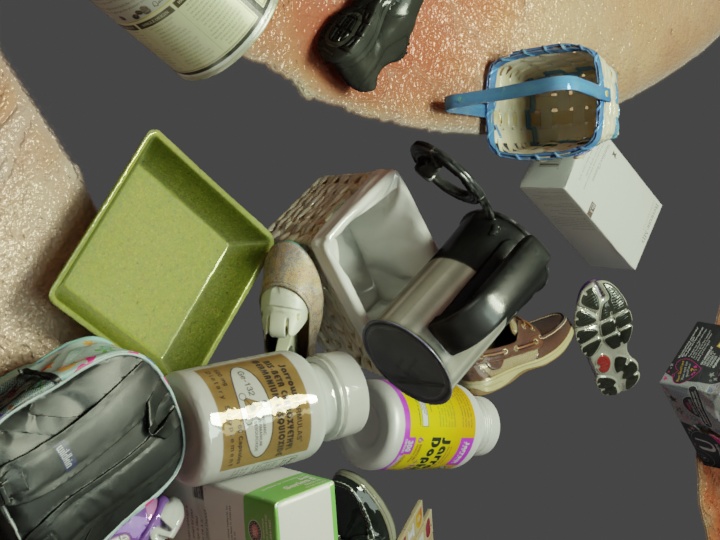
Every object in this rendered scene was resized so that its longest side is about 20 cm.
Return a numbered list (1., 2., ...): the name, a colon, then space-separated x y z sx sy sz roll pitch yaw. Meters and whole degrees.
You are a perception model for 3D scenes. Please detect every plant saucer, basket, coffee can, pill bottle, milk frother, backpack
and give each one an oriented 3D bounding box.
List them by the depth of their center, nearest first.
1. backpack: -0.269 0.161 1.265 0.200 0.150 0.178 -35 120 -27
2. coffee can: -0.192 -0.293 1.280 0.200 0.146 0.147 39 70 -39
3. plant saucer: -0.204 -0.006 1.374 0.200 0.048 0.201 43 67 -38
4. pill bottle: -0.096 0.141 1.375 0.199 0.114 0.115 -10 102 -34
5. milk frother: 0.078 -0.003 1.429 0.200 0.181 0.188 39 60 7
6. basket: 0.000 0.000 1.514 0.136 0.123 0.200 -46 125 -29
7. pill bottle: 0.074 0.183 1.619 0.199 0.104 0.105 6 91 -43
8. basket: 0.222 -0.204 1.659 0.200 0.176 0.140 7 82 -52

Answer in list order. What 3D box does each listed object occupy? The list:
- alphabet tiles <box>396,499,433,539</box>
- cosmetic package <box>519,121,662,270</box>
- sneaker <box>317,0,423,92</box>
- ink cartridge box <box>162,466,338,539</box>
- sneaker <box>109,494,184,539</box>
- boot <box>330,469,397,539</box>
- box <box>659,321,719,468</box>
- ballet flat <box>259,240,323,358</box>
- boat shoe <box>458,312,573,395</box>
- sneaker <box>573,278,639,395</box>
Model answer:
1. alphabet tiles: 0.059 0.378 1.628 0.200 0.006 0.167 -50 139 -61
2. cosmetic package: 0.308 -0.099 1.817 0.200 0.081 0.113 39 68 -38
3. sneaker: 0.030 -0.288 1.549 0.200 0.076 0.091 -52 137 -16
4. ink cartridge box: -0.118 0.272 1.388 0.084 0.199 0.146 -14 106 -43
5. sneaker: -0.263 0.290 1.344 0.088 0.080 0.200 38 78 -19
6. boot: -0.027 0.347 1.563 0.154 0.073 0.204 -36 122 -40
7. box: 0.556 0.196 2.065 0.132 0.114 0.200 -51 125 -24
8. ballet flat: -0.076 0.065 1.450 0.067 0.068 0.201 -63 155 -50
9. boat shoe: 0.197 0.088 1.748 0.200 0.072 0.072 -26 112 -33
10. sneaker: 0.318 0.084 1.847 0.080 0.084 0.200 -23 132 -5
